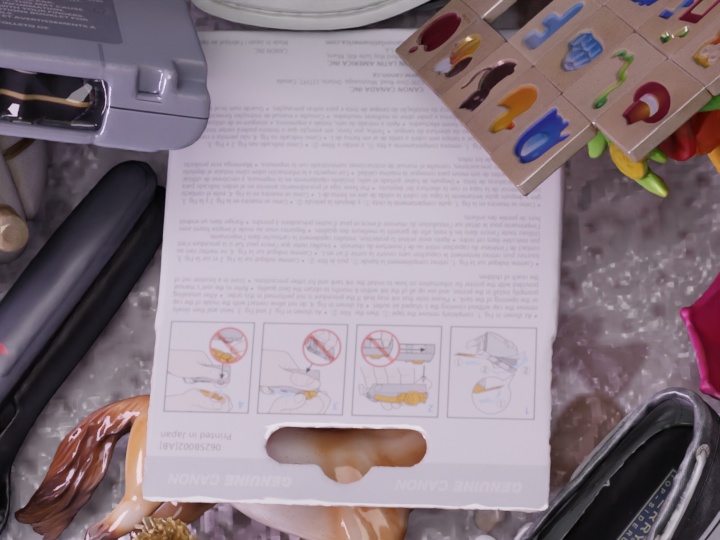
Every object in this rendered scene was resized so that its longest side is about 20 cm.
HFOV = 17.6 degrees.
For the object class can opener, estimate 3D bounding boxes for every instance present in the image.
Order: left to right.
[{"bbox_3d":[-0.144,0.039,0.947,0.079,0.063,0.200,37,87,13],"label":"can opener"}]

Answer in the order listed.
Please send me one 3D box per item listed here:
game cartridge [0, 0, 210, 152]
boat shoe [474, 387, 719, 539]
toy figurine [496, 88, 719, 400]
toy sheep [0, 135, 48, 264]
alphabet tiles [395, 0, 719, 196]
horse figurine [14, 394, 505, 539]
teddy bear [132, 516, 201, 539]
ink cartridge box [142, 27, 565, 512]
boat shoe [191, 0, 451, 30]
[{"bbox_3d":[-0.162,-0.092,0.885,0.199,0.133,0.041,7,116,-13],"label":"game cartridge"},{"bbox_3d":[0.076,0.131,0.888,0.199,0.068,0.074,-47,53,-3],"label":"boat shoe"},{"bbox_3d":[0.161,-0.018,0.859,0.150,0.200,0.184,-37,109,-14],"label":"toy figurine"},{"bbox_3d":[-0.193,-0.032,0.932,0.199,0.138,0.138,-19,78,-12],"label":"toy sheep"},{"bbox_3d":[0.102,-0.104,0.833,0.167,0.200,0.008,-40,116,3],"label":"alphabet tiles"},{"bbox_3d":[-0.042,0.098,0.930,0.199,0.050,0.133,16,90,7],"label":"horse figurine"},{"bbox_3d":[-0.030,0.177,0.839,0.067,0.145,0.200,-31,83,4],"label":"teddy bear"},{"bbox_3d":[0.000,0.000,0.929,0.162,0.057,0.201,1,75,7],"label":"ink cartridge box"},{"bbox_3d":[0.024,-0.140,0.958,0.199,0.060,0.076,-7,91,4],"label":"boat shoe"}]
